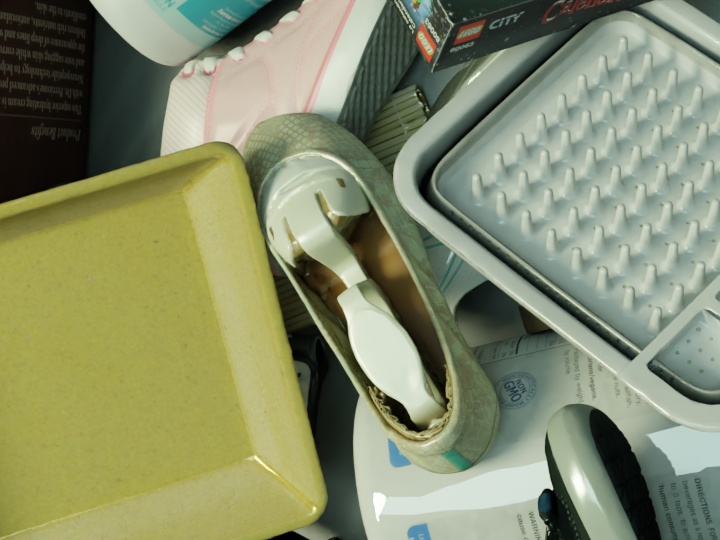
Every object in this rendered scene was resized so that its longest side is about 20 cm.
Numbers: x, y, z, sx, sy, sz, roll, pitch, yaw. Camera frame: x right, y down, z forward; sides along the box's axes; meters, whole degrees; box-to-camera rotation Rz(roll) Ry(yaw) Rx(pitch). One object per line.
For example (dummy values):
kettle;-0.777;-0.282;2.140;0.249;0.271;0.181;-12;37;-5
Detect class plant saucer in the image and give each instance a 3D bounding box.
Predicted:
plant saucer;-0.133;0.052;0.793;0.199;0.048;0.201;-16;112;-9

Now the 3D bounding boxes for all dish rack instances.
dish rack;0.132;-0.029;0.739;0.200;0.044;0.172;39;70;24

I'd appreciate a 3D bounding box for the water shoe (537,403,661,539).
water shoe;0.095;0.147;0.718;0.078;0.072;0.201;-14;121;13

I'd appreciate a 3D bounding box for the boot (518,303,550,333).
boot;0.160;-0.039;0.793;0.199;0.074;0.076;-20;89;-2

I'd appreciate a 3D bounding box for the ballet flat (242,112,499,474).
ballet flat;0.000;0.000;0.757;0.067;0.062;0.201;-38;68;10

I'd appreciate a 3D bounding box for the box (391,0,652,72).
box;0.090;-0.181;0.769;0.199;0.038;0.137;-20;70;-22

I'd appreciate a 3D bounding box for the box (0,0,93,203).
box;-0.246;-0.106;0.873;0.163;0.166;0.202;5;94;15

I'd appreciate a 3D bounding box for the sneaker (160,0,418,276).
sneaker;-0.036;-0.107;0.857;0.104;0.075;0.201;28;93;20

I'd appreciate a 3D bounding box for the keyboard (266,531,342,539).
keyboard;0.021;0.189;0.847;0.199;0.104;0.040;27;103;11

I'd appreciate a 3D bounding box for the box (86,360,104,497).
box;-0.208;0.102;0.898;0.199;0.021;0.165;10;114;29

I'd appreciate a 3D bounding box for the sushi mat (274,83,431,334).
sushi mat;-0.040;-0.017;0.899;0.199;0.012;0.096;-23;86;16

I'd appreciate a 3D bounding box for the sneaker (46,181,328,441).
sneaker;-0.083;0.032;0.879;0.115;0.076;0.202;-23;97;6

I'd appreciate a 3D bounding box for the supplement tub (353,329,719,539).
supplement tub;0.108;0.091;0.802;0.199;0.132;0.133;-13;89;16

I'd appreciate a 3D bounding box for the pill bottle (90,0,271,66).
pill bottle;-0.050;-0.201;0.843;0.199;0.111;0.111;-35;83;14

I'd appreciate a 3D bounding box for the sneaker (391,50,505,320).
sneaker;0.062;-0.050;0.840;0.080;0.070;0.201;35;93;-6
